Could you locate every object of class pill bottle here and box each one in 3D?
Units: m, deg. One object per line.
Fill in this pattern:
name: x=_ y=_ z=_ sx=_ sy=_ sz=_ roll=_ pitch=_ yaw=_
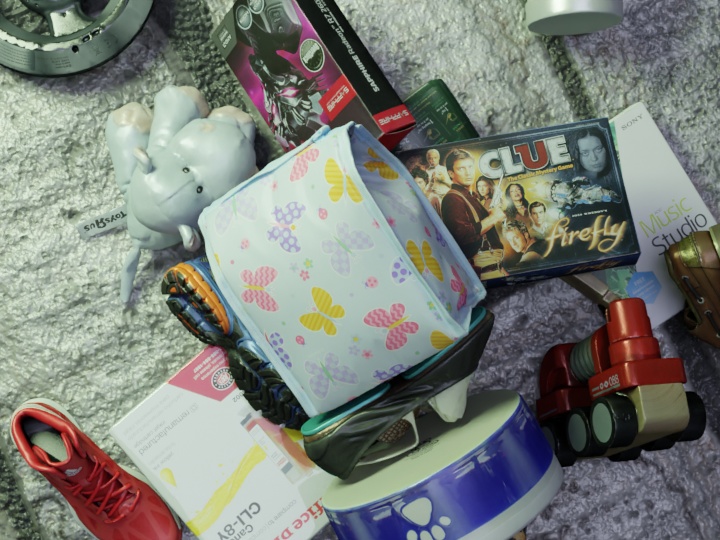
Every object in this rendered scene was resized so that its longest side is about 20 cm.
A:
pill bottle: x=0.205 y=-0.340 z=1.268 sx=0.116 sy=0.116 sz=0.201 roll=-3 pitch=88 yaw=-8

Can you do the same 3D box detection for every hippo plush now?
hippo plush: x=-0.176 y=-0.092 z=1.176 sx=0.200 sy=0.161 sz=0.160 roll=-33 pitch=92 yaw=-9

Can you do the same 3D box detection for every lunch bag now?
lunch bag: x=-0.017 y=-0.009 z=1.084 sx=0.169 sy=0.127 sz=0.200 roll=-32 pitch=101 yaw=24

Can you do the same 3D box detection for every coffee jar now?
coffee jar: x=0.093 y=-0.078 z=1.251 sx=0.104 sy=0.085 sz=0.200 roll=-38 pitch=92 yaw=-16

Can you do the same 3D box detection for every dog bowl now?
dog bowl: x=0.069 y=0.184 z=1.112 sx=0.200 sy=0.200 sz=0.079 roll=-29 pitch=96 yaw=-8

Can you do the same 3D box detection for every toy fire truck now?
toy fire truck: x=0.214 y=0.075 z=1.215 sx=0.128 sy=0.176 sz=0.201 roll=-2 pitch=74 yaw=-18

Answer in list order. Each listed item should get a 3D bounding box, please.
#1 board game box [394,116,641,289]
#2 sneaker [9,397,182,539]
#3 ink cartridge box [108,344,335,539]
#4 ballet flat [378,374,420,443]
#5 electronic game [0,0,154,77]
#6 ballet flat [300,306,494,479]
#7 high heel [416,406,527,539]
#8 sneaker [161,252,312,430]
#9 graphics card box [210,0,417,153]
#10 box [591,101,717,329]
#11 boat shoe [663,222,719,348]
board game box: x=0.139 y=-0.056 z=1.168 sx=0.199 sy=0.035 sz=0.136 roll=-10 pitch=72 yaw=-1
sneaker: x=-0.246 y=0.198 z=1.172 sx=0.200 sy=0.116 sz=0.078 roll=39 pitch=83 yaw=-3
ink cartridge box: x=-0.116 y=0.177 z=1.208 sx=0.145 sy=0.083 sz=0.200 roll=-40 pitch=92 yaw=-9
ballet flat: x=0.049 y=0.060 z=1.181 sx=0.070 sy=0.065 sz=0.201 roll=28 pitch=57 yaw=-26
electronic game: x=-0.293 y=-0.281 z=1.231 sx=0.199 sy=0.042 sz=0.201 roll=1 pitch=80 yaw=-3
ballet flat: x=0.043 y=0.111 z=1.112 sx=0.200 sy=0.068 sz=0.069 roll=-34 pitch=100 yaw=4
high heel: x=0.077 y=0.211 z=1.236 sx=0.199 sy=0.071 sz=0.143 roll=20 pitch=78 yaw=-15
sneaker: x=-0.085 y=0.059 z=1.152 sx=0.200 sy=0.075 sz=0.078 roll=51 pitch=56 yaw=-4
graphics card box: x=-0.047 y=-0.179 z=1.203 sx=0.051 sy=0.125 sz=0.200 roll=-25 pitch=79 yaw=-41
box: x=0.273 y=-0.048 z=1.300 sx=0.144 sy=0.036 sz=0.200 roll=-33 pitch=91 yaw=-9
boat shoe: x=0.348 y=0.036 z=1.265 sx=0.068 sy=0.072 sz=0.200 roll=-19 pitch=125 yaw=14
